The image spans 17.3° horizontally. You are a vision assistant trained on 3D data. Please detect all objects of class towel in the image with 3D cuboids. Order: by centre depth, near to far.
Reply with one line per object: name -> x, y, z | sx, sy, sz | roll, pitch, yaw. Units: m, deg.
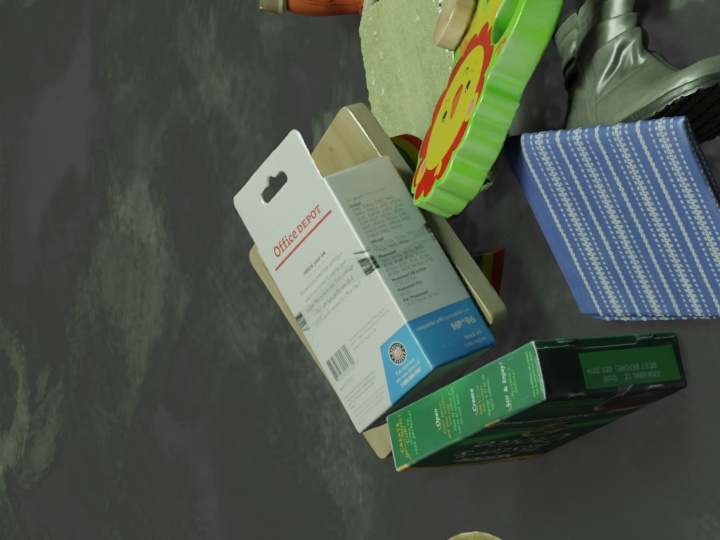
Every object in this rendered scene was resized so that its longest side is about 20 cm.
towel -> 0.179, -0.032, 1.534 | 0.200, 0.024, 0.145 | -2, 120, 60
towel -> 0.053, -0.134, 1.811 | 0.148, 0.036, 0.201 | -36, 61, 56

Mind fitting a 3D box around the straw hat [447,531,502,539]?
straw hat -> 0.133, 0.265, 1.614 | 0.201, 0.085, 0.202 | 32, 129, 51

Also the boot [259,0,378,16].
boot -> -0.014, -0.296, 1.875 | 0.075, 0.107, 0.201 | -79, -2, -66

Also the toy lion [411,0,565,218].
toy lion -> 0.091, -0.139, 1.625 | 0.200, 0.068, 0.192 | 125, 164, -52

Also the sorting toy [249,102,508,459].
sorting toy -> 0.027, 0.003, 1.779 | 0.200, 0.069, 0.199 | 56, 140, 18

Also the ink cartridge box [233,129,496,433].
ink cartridge box -> 0.000, 0.000, 1.697 | 0.200, 0.068, 0.116 | 60, 141, 12

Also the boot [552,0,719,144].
boot -> 0.182, -0.140, 1.553 | 0.200, 0.068, 0.131 | -31, 60, 59

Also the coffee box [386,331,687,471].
coffee box -> 0.117, 0.091, 1.610 | 0.200, 0.123, 0.044 | -32, 65, 55
